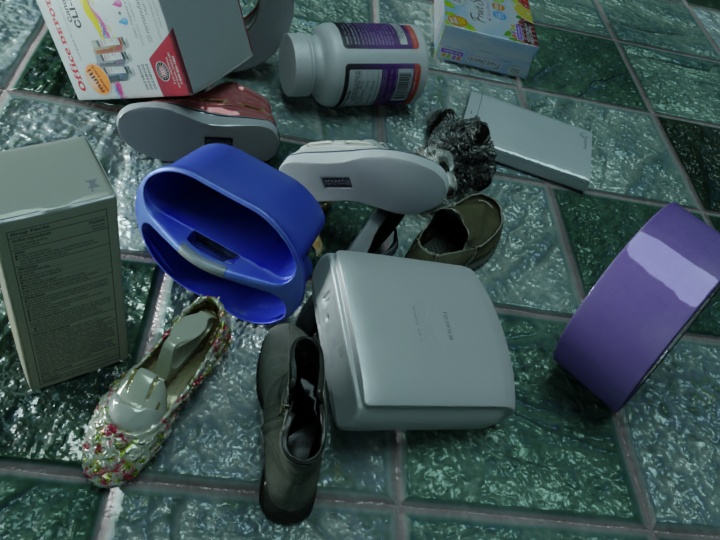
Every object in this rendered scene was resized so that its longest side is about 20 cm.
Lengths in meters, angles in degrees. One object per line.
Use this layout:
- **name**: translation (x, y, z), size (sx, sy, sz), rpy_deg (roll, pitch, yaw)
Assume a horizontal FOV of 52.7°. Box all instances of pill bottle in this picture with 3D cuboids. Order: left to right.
- **pill bottle**: translation (-0.012, -0.291, 1.029), size (0.195, 0.113, 0.113), rpy_deg (-7, 48, -23)

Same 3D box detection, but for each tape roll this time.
- **tape roll**: translation (-0.188, -0.382, 0.996), size (0.195, 0.203, 0.067), rpy_deg (7, 37, -10)
- **tape roll**: translation (0.290, 0.039, 0.736), size (0.085, 0.203, 0.198), rpy_deg (39, 48, 23)

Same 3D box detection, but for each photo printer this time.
- **photo printer**: translation (0.058, 0.070, 0.696), size (0.196, 0.070, 0.170), rpy_deg (8, 56, -30)

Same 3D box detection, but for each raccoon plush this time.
- **raccoon plush**: translation (0.090, -0.147, 0.967), size (0.131, 0.099, 0.200), rpy_deg (-17, 22, -13)

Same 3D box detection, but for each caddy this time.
- **caddy**: translation (-0.131, -0.032, 0.722), size (0.197, 0.143, 0.105), rpy_deg (28, 40, 12)

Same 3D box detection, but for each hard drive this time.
- **hard drive**: translation (0.244, -0.194, 1.073), size (0.196, 0.027, 0.133), rpy_deg (20, 45, 2)

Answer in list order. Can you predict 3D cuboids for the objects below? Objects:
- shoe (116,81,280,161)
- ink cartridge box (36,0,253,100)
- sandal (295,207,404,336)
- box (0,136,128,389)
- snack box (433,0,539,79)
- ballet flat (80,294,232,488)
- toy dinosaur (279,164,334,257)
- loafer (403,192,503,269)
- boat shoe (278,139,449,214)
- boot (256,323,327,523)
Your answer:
- **shoe**: translation (-0.200, -0.189, 0.907), size (0.195, 0.072, 0.092), rpy_deg (3, 41, -18)
- **ink cartridge box**: translation (-0.263, -0.306, 0.894), size (0.196, 0.148, 0.145), rpy_deg (5, 36, 29)
- **sandal**: translation (0.000, 0.001, 0.784), size (0.042, 0.077, 0.201), rpy_deg (32, 56, 7)
- **box**: translation (-0.254, -0.001, 0.609), size (0.093, 0.203, 0.078), rpy_deg (-16, 52, -29)
- **snack box**: translation (0.212, -0.428, 1.261), size (0.164, 0.069, 0.203), rpy_deg (12, 44, -6)
- **ballet flat**: translation (-0.178, 0.093, 0.640), size (0.074, 0.065, 0.202), rpy_deg (23, 45, 6)
- **toy dinosaur**: translation (-0.074, -0.076, 0.856), size (0.100, 0.059, 0.200), rpy_deg (-32, 54, -21)
- **loafer**: translation (0.117, -0.040, 0.854), size (0.074, 0.071, 0.200), rpy_deg (33, 47, 16)
- **boat shoe**: translation (0.007, -0.109, 0.789), size (0.196, 0.073, 0.066), rpy_deg (3, 43, 29)
- **boot**: translation (-0.051, 0.099, 0.624), size (0.066, 0.132, 0.203), rpy_deg (5, 45, -12)
